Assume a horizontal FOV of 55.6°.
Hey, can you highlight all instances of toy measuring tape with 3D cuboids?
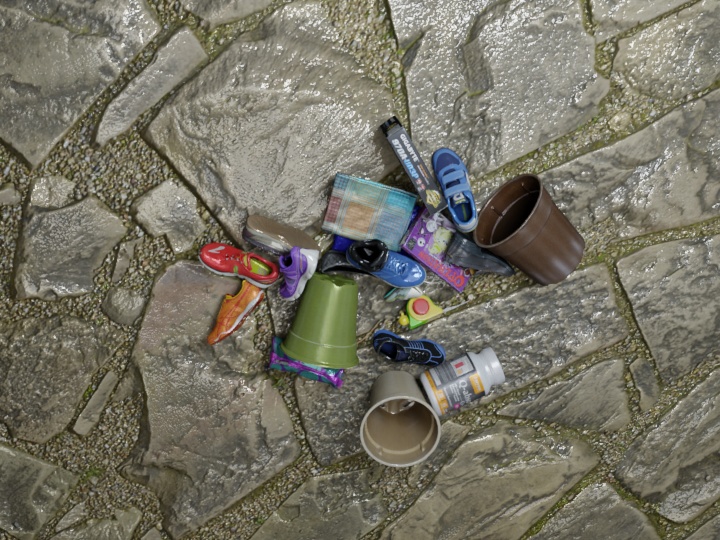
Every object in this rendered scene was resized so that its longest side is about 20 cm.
[{"bbox_3d":[0.181,0.082,1.696,0.197,0.074,0.075,-23,112,-10],"label":"toy measuring tape"}]

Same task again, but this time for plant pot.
[{"bbox_3d":[0.396,-0.079,1.568,0.197,0.201,0.200,38,107,-22],"label":"plant pot"},{"bbox_3d":[-0.079,0.110,1.642,0.196,0.200,0.194,12,100,-6],"label":"plant pot"},{"bbox_3d":[0.096,0.356,1.731,0.196,0.184,0.204,0,112,0],"label":"plant pot"}]

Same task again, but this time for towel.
[{"bbox_3d":[0.039,-0.097,1.621,0.196,0.050,0.150,10,110,-5],"label":"towel"},{"bbox_3d":[0.020,-0.132,1.570,0.196,0.022,0.149,15,111,-9],"label":"towel"}]

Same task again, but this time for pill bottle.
[{"bbox_3d":[0.258,0.278,1.735,0.197,0.117,0.118,-24,111,0],"label":"pill bottle"}]

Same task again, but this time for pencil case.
[{"bbox_3d":[-0.137,0.233,1.727,0.197,0.093,0.086,18,111,-9],"label":"pencil case"}]

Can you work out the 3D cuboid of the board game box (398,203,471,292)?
[{"bbox_3d":[0.194,-0.053,1.611,0.199,0.032,0.121,36,83,-25],"label":"board game box"}]

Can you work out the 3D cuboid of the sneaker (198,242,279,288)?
[{"bbox_3d":[-0.282,-0.025,1.616,0.197,0.085,0.078,18,67,-16],"label":"sneaker"}]

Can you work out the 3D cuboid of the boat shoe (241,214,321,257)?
[{"bbox_3d":[-0.188,-0.066,1.623,0.197,0.073,0.065,23,135,-23],"label":"boat shoe"}]

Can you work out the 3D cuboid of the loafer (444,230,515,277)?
[{"bbox_3d":[0.280,-0.023,1.613,0.198,0.073,0.073,26,107,-25],"label":"loafer"}]

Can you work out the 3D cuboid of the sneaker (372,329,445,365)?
[{"bbox_3d":[0.124,0.210,1.730,0.196,0.078,0.071,14,111,-6],"label":"sneaker"}]

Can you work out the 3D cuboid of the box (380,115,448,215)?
[{"bbox_3d":[0.116,-0.234,1.509,0.046,0.159,0.202,-30,109,8],"label":"box"}]

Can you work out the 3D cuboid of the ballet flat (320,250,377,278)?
[{"bbox_3d":[0.000,0.000,1.646,0.196,0.058,0.067,11,154,0],"label":"ballet flat"}]

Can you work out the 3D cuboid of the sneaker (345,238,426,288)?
[{"bbox_3d":[0.062,-0.015,1.565,0.197,0.111,0.078,23,85,-2],"label":"sneaker"}]

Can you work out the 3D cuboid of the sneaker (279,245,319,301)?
[{"bbox_3d":[-0.158,-0.002,1.605,0.082,0.082,0.201,22,143,-10],"label":"sneaker"}]

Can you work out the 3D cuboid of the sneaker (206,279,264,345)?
[{"bbox_3d":[-0.319,0.103,1.694,0.077,0.073,0.200,43,101,5],"label":"sneaker"}]

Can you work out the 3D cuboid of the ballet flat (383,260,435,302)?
[{"bbox_3d":[0.139,0.017,1.658,0.071,0.069,0.201,38,103,-3],"label":"ballet flat"}]

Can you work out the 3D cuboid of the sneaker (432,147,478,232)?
[{"bbox_3d":[0.220,-0.185,1.559,0.073,0.082,0.203,-22,92,12],"label":"sneaker"}]
